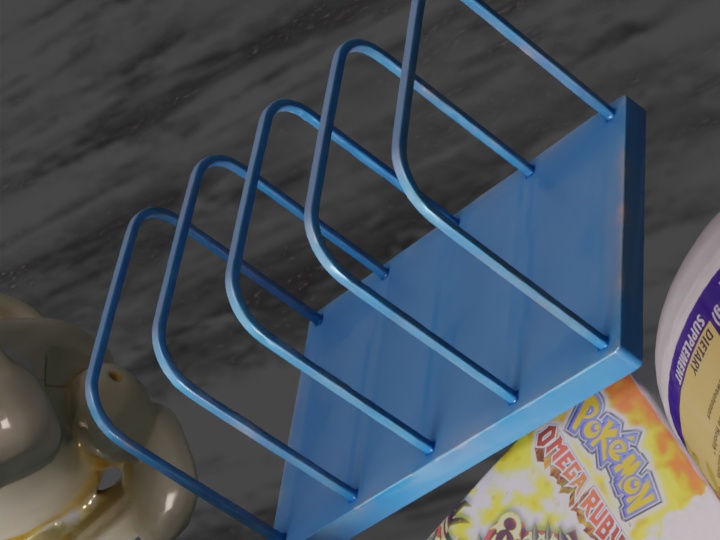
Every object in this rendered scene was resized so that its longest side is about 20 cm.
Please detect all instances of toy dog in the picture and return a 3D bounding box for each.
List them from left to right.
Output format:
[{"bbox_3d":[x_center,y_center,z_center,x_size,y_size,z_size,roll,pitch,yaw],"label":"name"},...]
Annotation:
[{"bbox_3d":[-0.198,0.063,0.936,0.139,0.199,0.195,-33,49,32],"label":"toy dog"}]

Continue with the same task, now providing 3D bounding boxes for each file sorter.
[{"bbox_3d":[0.000,0.000,0.776,0.200,0.122,0.139,-36,31,36],"label":"file sorter"}]

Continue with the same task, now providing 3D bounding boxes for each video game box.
[{"bbox_3d":[0.085,0.156,0.695,0.182,0.047,0.200,-48,42,16],"label":"video game box"}]

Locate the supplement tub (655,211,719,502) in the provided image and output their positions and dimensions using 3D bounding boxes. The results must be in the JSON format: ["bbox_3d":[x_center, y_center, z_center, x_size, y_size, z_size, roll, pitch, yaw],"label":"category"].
[{"bbox_3d":[0.185,0.065,0.549,0.146,0.145,0.201,-48,42,20],"label":"supplement tub"}]
